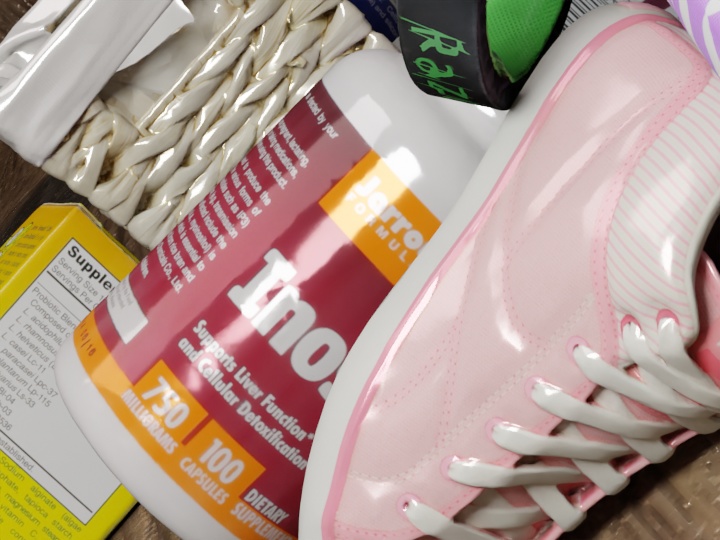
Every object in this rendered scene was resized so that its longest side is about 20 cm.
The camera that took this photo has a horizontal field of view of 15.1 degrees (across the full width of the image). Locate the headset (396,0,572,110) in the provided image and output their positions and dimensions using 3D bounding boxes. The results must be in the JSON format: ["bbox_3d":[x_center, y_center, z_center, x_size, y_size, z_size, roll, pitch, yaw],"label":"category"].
[{"bbox_3d":[0.064,-0.141,0.749,0.124,0.093,0.201,45,-122,-71],"label":"headset"}]

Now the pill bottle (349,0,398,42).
[{"bbox_3d":[-0.018,-0.128,1.362,0.200,0.116,0.116,-54,15,-30],"label":"pill bottle"}]

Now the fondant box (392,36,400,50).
[{"bbox_3d":[0.017,-0.034,1.098,0.144,0.058,0.200,-44,14,14],"label":"fondant box"}]

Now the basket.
[{"bbox_3d":[-0.071,-0.078,1.111,0.136,0.123,0.200,-48,12,-1],"label":"basket"}]

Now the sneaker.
[{"bbox_3d":[0.059,0.032,0.729,0.105,0.075,0.201,35,99,51],"label":"sneaker"}]

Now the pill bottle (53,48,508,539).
[{"bbox_3d":[0.000,0.000,0.926,0.200,0.113,0.113,-46,13,8],"label":"pill bottle"}]

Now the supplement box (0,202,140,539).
[{"bbox_3d":[-0.161,0.078,1.216,0.200,0.109,0.109,-48,13,-9],"label":"supplement box"}]

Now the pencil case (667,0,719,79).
[{"bbox_3d":[0.125,-0.068,0.660,0.200,0.083,0.086,-118,34,-55],"label":"pencil case"}]

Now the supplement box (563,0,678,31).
[{"bbox_3d":[0.135,-0.172,1.065,0.110,0.086,0.200,-32,20,54],"label":"supplement box"}]
